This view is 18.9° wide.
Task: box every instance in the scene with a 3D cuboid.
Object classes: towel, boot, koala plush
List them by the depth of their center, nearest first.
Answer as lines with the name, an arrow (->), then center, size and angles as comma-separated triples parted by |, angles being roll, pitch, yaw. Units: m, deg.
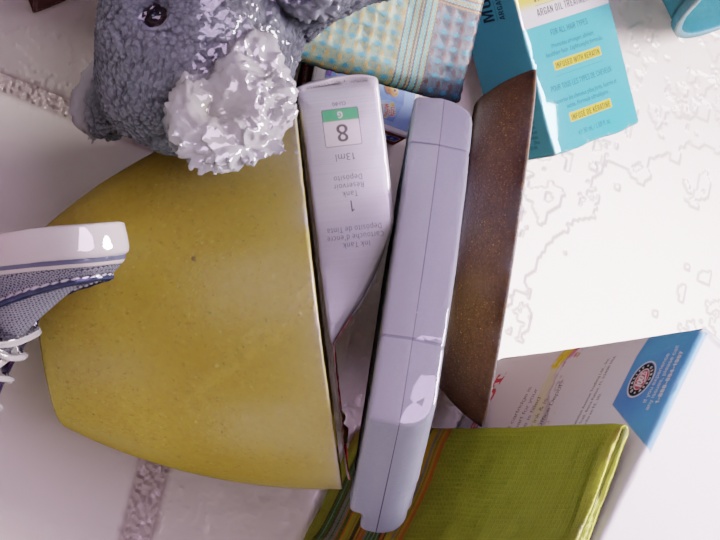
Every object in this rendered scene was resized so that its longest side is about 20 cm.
boot -> -0.180, 0.033, 1.047 | 0.072, 0.199, 0.091 | -6, 85, -48
koala plush -> -0.059, -0.139, 1.052 | 0.183, 0.177, 0.201 | 36, 77, -37
towel -> 0.052, 0.119, 1.161 | 0.018, 0.199, 0.087 | 40, 60, -33
towel -> -0.016, -0.183, 1.170 | 0.199, 0.022, 0.148 | 13, 92, -28

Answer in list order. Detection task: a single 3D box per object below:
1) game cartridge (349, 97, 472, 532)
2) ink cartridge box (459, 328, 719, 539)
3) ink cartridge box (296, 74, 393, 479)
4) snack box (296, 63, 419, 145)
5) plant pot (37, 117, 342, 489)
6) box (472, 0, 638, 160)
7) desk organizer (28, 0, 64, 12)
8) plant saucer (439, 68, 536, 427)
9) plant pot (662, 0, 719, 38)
game cartridge -> 0.027, 0.018, 1.120 | 0.040, 0.134, 0.201 | 7, 57, 3
ink cartridge box -> 0.148, 0.140, 1.213 | 0.146, 0.200, 0.147 | 39, 66, -21
ink cartridge box -> 0.000, 0.000, 1.163 | 0.050, 0.161, 0.202 | -9, 92, 0
snack box -> 0.015, -0.181, 1.284 | 0.071, 0.024, 0.202 | 19, 74, -25
plant pot -> -0.090, 0.021, 1.117 | 0.141, 0.200, 0.202 | -7, 86, -1
box -> 0.102, -0.173, 1.301 | 0.082, 0.049, 0.202 | -22, 100, -39
desk organizer -> -0.106, -0.222, 1.188 | 0.199, 0.077, 0.072 | -26, 74, -20
plant saucer -> 0.068, -0.015, 1.211 | 0.034, 0.200, 0.202 | 9, 76, 2
plant pot -> 0.234, -0.277, 1.338 | 0.199, 0.200, 0.189 | -25, 80, -30
